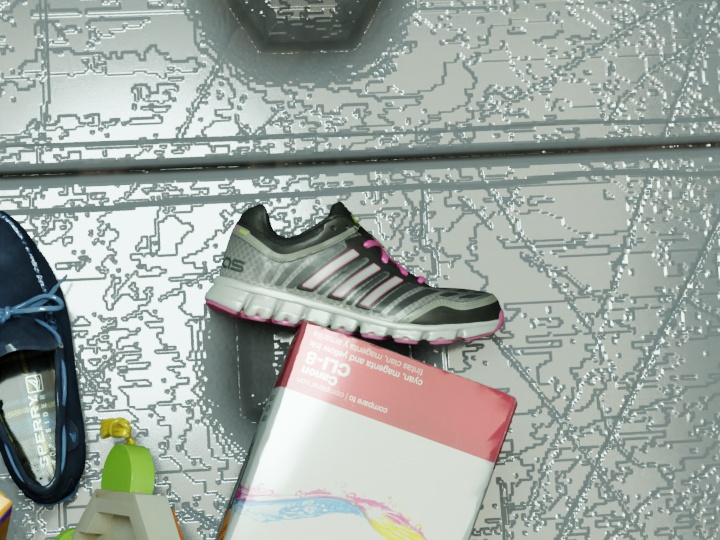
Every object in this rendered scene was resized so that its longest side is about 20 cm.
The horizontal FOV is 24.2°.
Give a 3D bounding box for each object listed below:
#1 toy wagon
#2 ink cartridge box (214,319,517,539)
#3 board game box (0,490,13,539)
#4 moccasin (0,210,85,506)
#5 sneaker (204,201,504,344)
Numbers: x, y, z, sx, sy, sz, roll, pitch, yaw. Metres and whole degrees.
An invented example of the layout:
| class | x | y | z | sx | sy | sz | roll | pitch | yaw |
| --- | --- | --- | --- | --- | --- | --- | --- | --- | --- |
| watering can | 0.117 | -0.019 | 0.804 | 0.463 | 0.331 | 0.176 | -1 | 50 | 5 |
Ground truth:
| class | x | y | z | sx | sy | sz | roll | pitch | yaw |
| --- | --- | --- | --- | --- | --- | --- | --- | --- | --- |
| toy wagon | -0.148 | 0.192 | 1.045 | 0.040 | 0.155 | 0.200 | 10 | 81 | -31 |
| ink cartridge box | -0.009 | 0.154 | 1.063 | 0.144 | 0.145 | 0.200 | 20 | 81 | -3 |
| board game box | -0.347 | 0.161 | 0.987 | 0.200 | 0.200 | 0.200 | 40 | 70 | 0 |
| moccasin | -0.217 | 0.052 | 1.095 | 0.080 | 0.068 | 0.200 | -21 | 85 | -7 |
| sneaker | 0.000 | 0.000 | 1.118 | 0.200 | 0.074 | 0.088 | 8 | 89 | 1 |
